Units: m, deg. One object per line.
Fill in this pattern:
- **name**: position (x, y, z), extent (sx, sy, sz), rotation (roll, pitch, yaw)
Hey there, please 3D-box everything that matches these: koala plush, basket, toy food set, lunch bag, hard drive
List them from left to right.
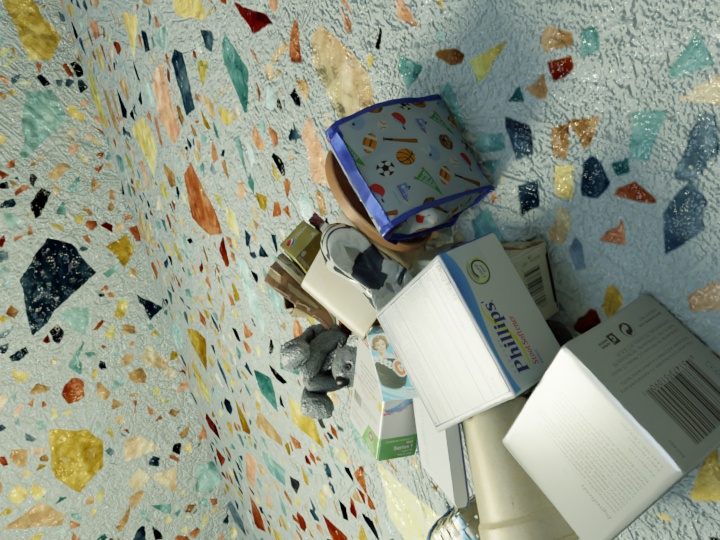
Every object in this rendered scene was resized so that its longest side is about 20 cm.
- **koala plush**: position (-0.028, 0.186, 1.321), extent (0.196, 0.184, 0.181), rotation (-7, 113, 38)
- **toy food set**: position (0.000, 0.000, 1.067), extent (0.143, 0.060, 0.202), rotation (39, 121, 12)
- **lunch bag**: position (0.057, -0.137, 0.892), extent (0.124, 0.197, 0.173), rotation (-43, 72, 44)
- **hard drive**: position (0.123, 0.270, 1.018), extent (0.200, 0.025, 0.136), rotation (175, 87, -82)
- **basket**: position (0.185, 0.475, 1.099), extent (0.140, 0.174, 0.202), rotation (49, 134, 22)

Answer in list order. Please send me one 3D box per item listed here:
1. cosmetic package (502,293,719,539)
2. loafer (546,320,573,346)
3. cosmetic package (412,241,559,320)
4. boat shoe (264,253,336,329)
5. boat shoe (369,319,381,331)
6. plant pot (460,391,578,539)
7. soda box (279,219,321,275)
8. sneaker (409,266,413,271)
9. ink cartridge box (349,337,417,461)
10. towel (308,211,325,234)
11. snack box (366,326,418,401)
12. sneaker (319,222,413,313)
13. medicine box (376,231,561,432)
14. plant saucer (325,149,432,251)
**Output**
- **cosmetic package**: position (0.297, 0.174, 0.740), extent (0.166, 0.162, 0.203), rotation (49, 144, 29)
- **loafer**: position (0.223, 0.126, 0.924), extent (0.199, 0.070, 0.074), rotation (-38, 75, 39)
- **cosmetic package**: position (0.173, 0.020, 0.924), extent (0.198, 0.086, 0.106), rotation (5, 114, 56)
- **boat shoe**: position (-0.118, 0.054, 1.244), extent (0.075, 0.072, 0.201), rotation (33, 165, 52)
- **boat shoe**: position (0.005, 0.069, 1.148), extent (0.066, 0.075, 0.198), rotation (41, 159, -30)
- **plant pot**: position (0.230, 0.277, 0.913), extent (0.200, 0.195, 0.188), rotation (-43, 60, 58)
- **soda box**: position (-0.067, 0.002, 1.237), extent (0.064, 0.068, 0.201), rotation (34, 166, 46)
- **sneaker**: position (0.034, -0.041, 1.124), extent (0.198, 0.074, 0.117), rotation (-11, 96, 57)
- **ink cartridge box**: position (0.049, 0.214, 1.183), extent (0.145, 0.082, 0.206), rotation (-138, 50, -61)
- **towel**: position (-0.013, -0.012, 1.206), extent (0.200, 0.023, 0.145), rotation (44, 172, 34)
- **snack box**: position (0.116, 0.139, 1.032), extent (0.194, 0.037, 0.120), rotation (-11, 102, 21)
- **sneaker**: position (0.007, -0.005, 0.990), extent (0.198, 0.080, 0.130), rotation (37, -176, -28)
- **medicine box**: position (0.134, 0.085, 0.841), extent (0.186, 0.101, 0.200), rotation (61, 148, 12)
- **plant saucer**: position (0.027, -0.113, 0.972), extent (0.032, 0.198, 0.203), rotation (-41, 71, 36)
